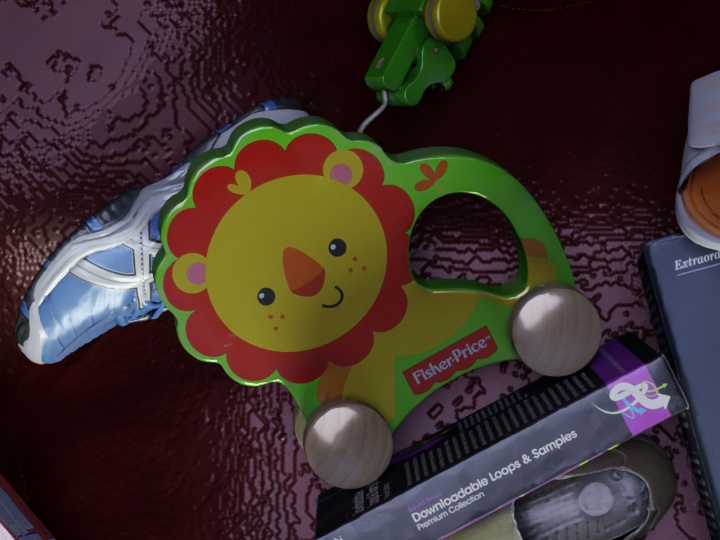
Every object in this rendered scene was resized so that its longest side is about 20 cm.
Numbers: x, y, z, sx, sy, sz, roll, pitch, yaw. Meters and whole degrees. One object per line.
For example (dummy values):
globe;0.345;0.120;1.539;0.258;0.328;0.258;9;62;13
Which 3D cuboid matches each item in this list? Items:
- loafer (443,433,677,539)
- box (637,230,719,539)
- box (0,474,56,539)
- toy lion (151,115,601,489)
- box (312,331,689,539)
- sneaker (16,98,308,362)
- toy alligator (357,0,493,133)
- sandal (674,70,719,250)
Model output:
loafer;0.078;0.147;1.334;0.200;0.067;0.076;-34;84;1
box;0.241;0.065;1.310;0.148;0.107;0.201;-15;86;3
box;-0.250;0.125;1.340;0.095;0.103;0.200;-41;85;0
toy lion;0.000;0.000;1.303;0.199;0.069;0.192;-28;105;-1
box;0.069;0.097;1.301;0.199;0.143;0.036;-27;93;2
sneaker;-0.097;-0.009;1.345;0.200;0.076;0.077;-36;81;1
toy alligator;0.038;-0.126;1.359;0.054;0.059;0.201;31;73;-37
sandal;0.205;-0.089;1.291;0.079;0.207;0.059;-1;131;19
